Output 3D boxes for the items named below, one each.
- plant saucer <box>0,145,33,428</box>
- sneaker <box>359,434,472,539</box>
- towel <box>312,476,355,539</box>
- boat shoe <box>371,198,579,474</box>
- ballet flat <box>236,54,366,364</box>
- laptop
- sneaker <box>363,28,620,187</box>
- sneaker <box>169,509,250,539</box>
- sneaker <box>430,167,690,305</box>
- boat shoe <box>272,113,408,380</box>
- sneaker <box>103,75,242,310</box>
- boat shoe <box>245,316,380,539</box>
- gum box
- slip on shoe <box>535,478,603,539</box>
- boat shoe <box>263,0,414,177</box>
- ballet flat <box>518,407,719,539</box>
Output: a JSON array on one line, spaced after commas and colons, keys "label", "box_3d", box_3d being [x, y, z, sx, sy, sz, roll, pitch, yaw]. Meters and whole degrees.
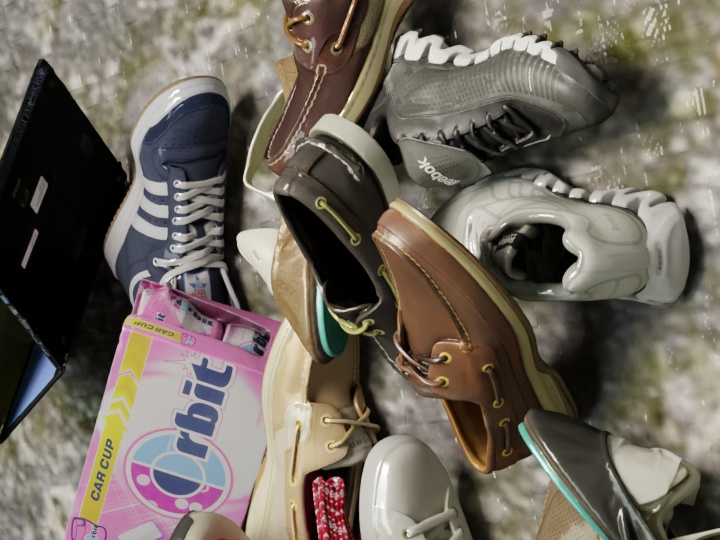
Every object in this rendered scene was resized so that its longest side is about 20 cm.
[{"label": "plant saucer", "box_3d": [-0.262, 0.003, 1.809, 0.048, 0.200, 0.201, 10, 111, 6]}, {"label": "sneaker", "box_3d": [0.061, 0.193, 1.496, 0.084, 0.073, 0.201, -5, 104, 52]}, {"label": "towel", "box_3d": [0.007, 0.223, 1.492, 0.200, 0.022, 0.145, -102, -6, -68]}, {"label": "boat shoe", "box_3d": [0.055, 0.042, 1.377, 0.072, 0.068, 0.200, 38, 167, 46]}, {"label": "ballet flat", "box_3d": [-0.038, -0.042, 1.540, 0.072, 0.068, 0.201, 1, 81, 19]}, {"label": "laptop", "box_3d": [-0.236, -0.011, 1.758, 0.103, 0.200, 0.178, -8, 47, 26]}, {"label": "sneaker", "box_3d": [0.067, -0.083, 1.403, 0.200, 0.066, 0.091, 11, 68, 56]}, {"label": "sneaker", "box_3d": [-0.047, 0.217, 1.583, 0.093, 0.071, 0.200, 3, 143, 33]}, {"label": "sneaker", "box_3d": [0.091, -0.016, 1.398, 0.200, 0.081, 0.076, 3, 101, 55]}, {"label": "boat shoe", "box_3d": [0.000, 0.000, 1.467, 0.072, 0.061, 0.202, 22, 148, 39]}, {"label": "sneaker", "box_3d": [-0.114, -0.031, 1.684, 0.109, 0.070, 0.200, 63, 148, 32]}, {"label": "boat shoe", "box_3d": [-0.021, 0.107, 1.593, 0.069, 0.074, 0.201, 25, 119, 36]}, {"label": "gum box", "box_3d": [-0.118, 0.108, 1.671, 0.066, 0.113, 0.201, -76, 4, -58]}, {"label": "slip on shoe", "box_3d": [0.112, 0.202, 1.428, 0.076, 0.060, 0.201, 32, 122, 47]}, {"label": "boat shoe", "box_3d": [-0.017, -0.149, 1.467, 0.201, 0.072, 0.072, -62, 19, 11]}, {"label": "ballet flat", "box_3d": [0.164, 0.144, 1.344, 0.068, 0.068, 0.201, -36, 75, 12]}]
